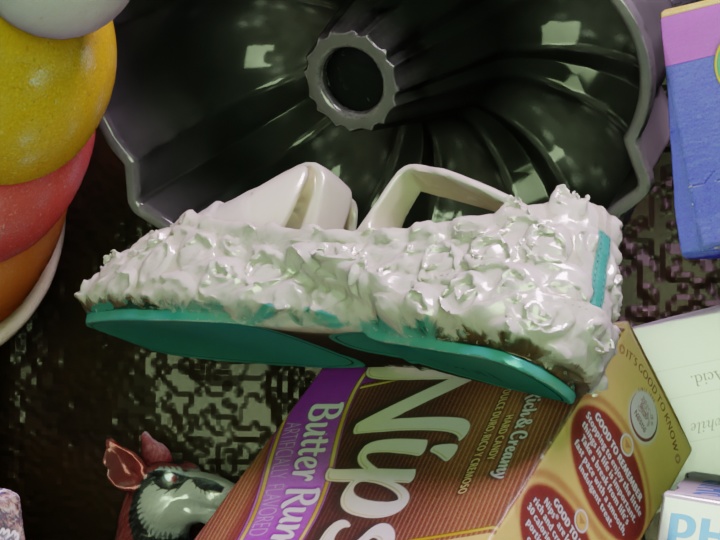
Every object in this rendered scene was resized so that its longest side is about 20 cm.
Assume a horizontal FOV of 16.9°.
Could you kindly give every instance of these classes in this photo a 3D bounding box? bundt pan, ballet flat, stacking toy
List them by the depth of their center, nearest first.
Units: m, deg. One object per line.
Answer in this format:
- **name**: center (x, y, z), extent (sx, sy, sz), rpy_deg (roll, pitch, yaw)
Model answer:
- **ballet flat**: center (0.000, 0.000, 0.733), extent (0.200, 0.072, 0.072), rpy_deg (5, 88, 41)
- **stacking toy**: center (-0.120, -0.062, 0.745), extent (0.200, 0.146, 0.146), rpy_deg (-33, 82, 49)
- **bundt pan**: center (0.013, -0.071, 0.779), extent (0.202, 0.076, 0.202), rpy_deg (11, 116, 24)

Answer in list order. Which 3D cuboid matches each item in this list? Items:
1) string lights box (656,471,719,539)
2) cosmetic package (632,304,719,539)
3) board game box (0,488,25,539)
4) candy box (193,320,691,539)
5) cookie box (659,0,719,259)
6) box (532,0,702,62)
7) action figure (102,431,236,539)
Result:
- **string lights box**: center (0.103, 0.162, 0.696), extent (0.059, 0.103, 0.200), rpy_deg (8, 91, 12)
- **cosmetic package**: center (0.151, 0.106, 0.781), extent (0.113, 0.081, 0.200), rpy_deg (-14, 85, 8)
- **board game box**: center (-0.177, 0.166, 0.719), extent (0.159, 0.097, 0.200), rpy_deg (1, 103, 37)
- **candy box**: center (0.003, 0.098, 0.694), extent (0.117, 0.200, 0.056), rpy_deg (-8, 122, 39)
- **cookie box**: center (0.210, -0.050, 0.694), extent (0.171, 0.200, 0.075), rpy_deg (-10, 85, 37)
- **box**: center (0.142, -0.125, 0.813), extent (0.200, 0.039, 0.041), rpy_deg (-25, 83, 5)
- **action figure**: center (-0.049, 0.150, 0.812), extent (0.134, 0.149, 0.200), rpy_deg (-5, 68, -35)
